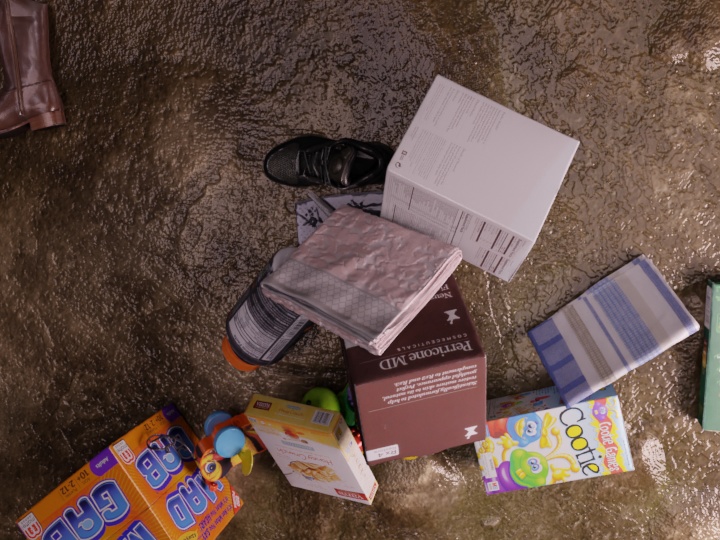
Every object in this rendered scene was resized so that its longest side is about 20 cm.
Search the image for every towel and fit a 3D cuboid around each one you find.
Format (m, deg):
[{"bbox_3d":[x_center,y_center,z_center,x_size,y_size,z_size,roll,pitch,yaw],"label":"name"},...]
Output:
[{"bbox_3d":[0.000,0.000,0.982,0.198,0.191,0.033,24,142,29],"label":"towel"},{"bbox_3d":[0.330,0.079,1.025,0.199,0.148,0.024,-36,129,13],"label":"towel"}]

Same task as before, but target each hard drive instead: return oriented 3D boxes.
[{"bbox_3d":[0.007,-0.044,1.115,0.196,0.042,0.138,-3,96,12],"label":"hard drive"}]

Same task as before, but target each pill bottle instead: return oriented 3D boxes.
[{"bbox_3d":[-0.127,0.065,1.105,0.106,0.106,0.200,46,128,3],"label":"pill bottle"}]

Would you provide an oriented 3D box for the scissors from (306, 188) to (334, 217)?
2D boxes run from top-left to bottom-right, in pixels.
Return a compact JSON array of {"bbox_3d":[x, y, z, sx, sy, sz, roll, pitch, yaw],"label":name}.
[{"bbox_3d":[0.000,-0.046,1.090,0.072,0.014,0.202,-30,89,16],"label":"scissors"}]

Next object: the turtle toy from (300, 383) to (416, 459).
[{"bbox_3d":[0.009,0.206,1.115,0.196,0.101,0.149,3,97,11],"label":"turtle toy"}]

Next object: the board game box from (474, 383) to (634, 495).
[{"bbox_3d":[0.260,0.226,1.063,0.196,0.105,0.105,-14,94,14],"label":"board game box"}]

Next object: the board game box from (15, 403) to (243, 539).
[{"bbox_3d":[-0.337,0.362,1.156,0.199,0.200,0.201,-37,89,14],"label":"board game box"}]

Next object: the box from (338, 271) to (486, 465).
[{"bbox_3d":[0.060,0.109,1.001,0.163,0.202,0.166,-12,132,-4],"label":"box"}]

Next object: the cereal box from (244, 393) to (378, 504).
[{"bbox_3d":[-0.066,0.257,1.094,0.141,0.040,0.202,6,139,27],"label":"cereal box"}]

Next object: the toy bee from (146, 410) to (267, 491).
[{"bbox_3d":[-0.209,0.269,1.160,0.196,0.131,0.111,-5,112,-5],"label":"toy bee"}]

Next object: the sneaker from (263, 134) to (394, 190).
[{"bbox_3d":[-0.053,-0.153,1.080,0.195,0.114,0.078,5,96,13],"label":"sneaker"}]

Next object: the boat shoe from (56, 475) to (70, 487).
[{"bbox_3d":[-0.443,0.436,1.254,0.204,0.074,0.075,57,141,17],"label":"boat shoe"}]

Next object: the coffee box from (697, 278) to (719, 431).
[{"bbox_3d":[0.519,0.115,1.026,0.120,0.044,0.204,1,97,12],"label":"coffee box"}]

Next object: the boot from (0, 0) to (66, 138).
[{"bbox_3d":[-0.556,-0.311,1.191,0.182,0.064,0.204,-10,98,-1],"label":"boot"}]

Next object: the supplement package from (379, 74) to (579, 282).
[{"bbox_3d":[0.147,-0.114,0.997,0.197,0.151,0.153,27,72,7],"label":"supplement package"}]
